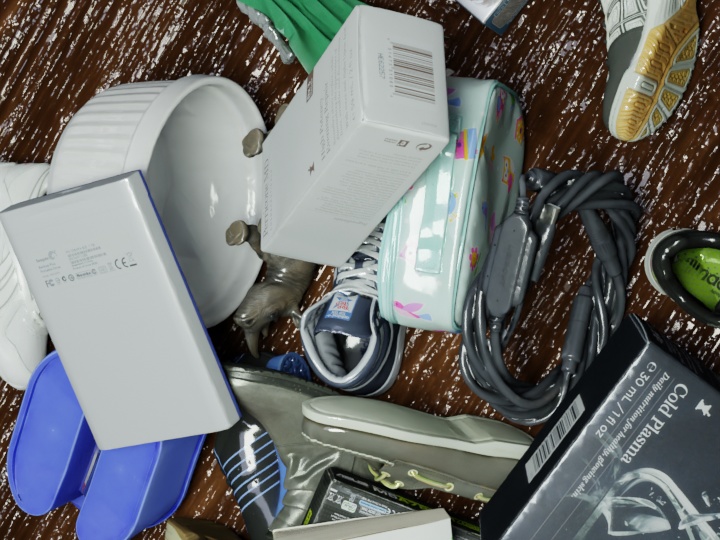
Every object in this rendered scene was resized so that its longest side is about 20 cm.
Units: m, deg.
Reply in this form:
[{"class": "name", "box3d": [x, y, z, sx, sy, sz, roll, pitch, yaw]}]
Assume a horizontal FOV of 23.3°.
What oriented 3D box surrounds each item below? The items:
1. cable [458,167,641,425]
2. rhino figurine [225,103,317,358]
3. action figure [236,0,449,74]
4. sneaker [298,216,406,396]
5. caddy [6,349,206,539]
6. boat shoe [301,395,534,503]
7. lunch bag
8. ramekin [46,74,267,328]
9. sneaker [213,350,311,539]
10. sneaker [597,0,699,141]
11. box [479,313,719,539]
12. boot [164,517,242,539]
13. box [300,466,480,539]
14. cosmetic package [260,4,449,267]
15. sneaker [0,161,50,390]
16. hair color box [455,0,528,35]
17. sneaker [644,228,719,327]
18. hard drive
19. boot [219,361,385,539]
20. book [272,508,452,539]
[{"class": "cable", "box3d": [0.144, 0.019, 1.308, 0.051, 0.163, 0.201, 22, 109, 40]}, {"class": "rhino figurine", "box3d": [-0.061, -0.028, 1.406, 0.060, 0.087, 0.201, 8, 85, 38]}, {"class": "action figure", "box3d": [-0.038, -0.200, 1.412, 0.200, 0.118, 0.055, 39, 140, 34]}, {"class": "sneaker", "box3d": [0.000, 0.000, 1.375, 0.070, 0.108, 0.202, 2, 88, 18]}, {"class": "caddy", "box3d": [-0.203, 0.131, 1.438, 0.141, 0.105, 0.201, 28, 114, 15]}, {"class": "boat shoe", "box3d": [0.043, 0.140, 1.331, 0.201, 0.072, 0.061, 12, 104, -25]}, {"class": "lunch bag", "box3d": [0.068, -0.054, 1.328, 0.077, 0.160, 0.202, 8, 91, 18]}, {"class": "ramekin", "box3d": [-0.161, -0.058, 1.392, 0.104, 0.200, 0.202, 7, 90, 27]}, {"class": "sneaker", "box3d": [-0.078, 0.166, 1.422, 0.077, 0.070, 0.202, -5, 86, 32]}, {"class": "sneaker", "box3d": [0.214, -0.200, 1.342, 0.087, 0.075, 0.201, 16, 91, 35]}, {"class": "box", "box3d": [0.221, 0.174, 1.261, 0.196, 0.124, 0.200, 35, 99, -3]}, {"class": "boot", "box3d": [-0.127, 0.291, 1.373, 0.072, 0.200, 0.157, 10, 93, -19]}, {"class": "box", "box3d": [0.028, 0.276, 1.344, 0.199, 0.048, 0.194, 21, 98, -10]}, {"class": "cosmetic package", "box3d": [-0.009, -0.093, 1.264, 0.200, 0.074, 0.102, 132, 143, -53]}, {"class": "sneaker", "box3d": [-0.277, 0.000, 1.488, 0.099, 0.078, 0.202, -5, 87, 15]}, {"class": "hair color box", "box3d": [0.065, -0.291, 1.393, 0.200, 0.060, 0.100, 42, 101, 15]}, {"class": "sneaker", "box3d": [0.296, 0.025, 1.286, 0.199, 0.087, 0.074, 28, 96, 17]}, {"class": "hard drive", "box3d": [-0.180, 0.033, 1.304, 0.131, 0.025, 0.201, -12, 107, 32]}, {"class": "boot", "box3d": [-0.048, 0.152, 1.352, 0.199, 0.068, 0.131, 21, 84, -26]}, {"class": "book", "box3d": [0.012, 0.286, 1.299, 0.133, 0.048, 0.201, -7, 101, -8]}]
